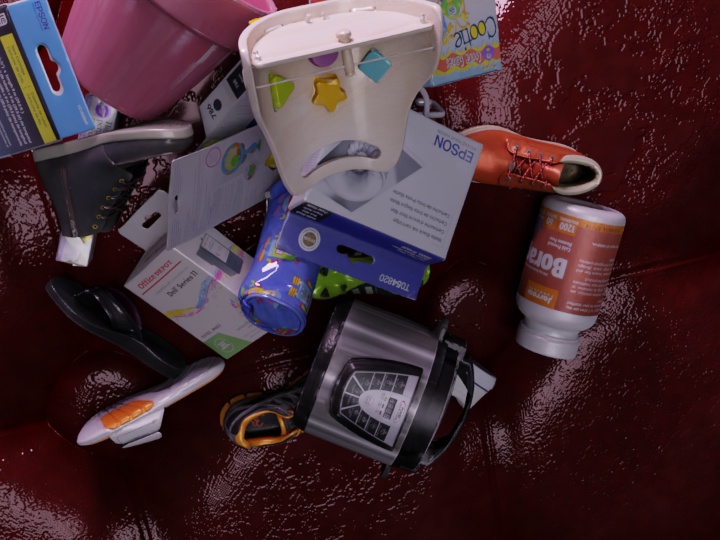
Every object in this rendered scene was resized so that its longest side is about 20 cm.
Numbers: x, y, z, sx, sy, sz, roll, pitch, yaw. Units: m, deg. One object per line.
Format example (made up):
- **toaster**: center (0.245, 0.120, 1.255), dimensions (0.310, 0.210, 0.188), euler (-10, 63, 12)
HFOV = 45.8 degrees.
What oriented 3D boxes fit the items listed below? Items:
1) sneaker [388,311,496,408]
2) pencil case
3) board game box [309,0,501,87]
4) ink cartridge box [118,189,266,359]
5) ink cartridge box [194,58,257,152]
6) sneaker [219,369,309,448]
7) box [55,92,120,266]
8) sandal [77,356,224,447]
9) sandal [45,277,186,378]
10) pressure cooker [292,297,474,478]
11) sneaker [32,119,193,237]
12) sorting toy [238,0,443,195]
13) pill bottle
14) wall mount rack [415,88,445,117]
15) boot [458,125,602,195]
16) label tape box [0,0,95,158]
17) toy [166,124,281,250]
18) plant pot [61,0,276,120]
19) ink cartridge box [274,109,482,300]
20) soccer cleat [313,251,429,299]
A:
- **sneaker**: center (0.094, 0.127, 1.144), dimensions (0.199, 0.073, 0.071), euler (34, 93, -20)
- **pencil case**: center (-0.085, -0.024, 0.992), dimensions (0.086, 0.201, 0.078), euler (13, 145, -3)
- **board game box**: center (0.046, -0.262, 0.940), dimensions (0.104, 0.199, 0.104), euler (-21, 111, -33)
- **ink cartridge box**: center (-0.197, 0.008, 1.017), dimensions (0.200, 0.068, 0.117), euler (39, 133, -19)
- **ink cartridge box**: center (-0.109, -0.207, 0.955), dimensions (0.200, 0.099, 0.039), euler (-38, 79, 35)
- **sneaker**: center (-0.084, 0.186, 1.118), dimensions (0.199, 0.077, 0.079), euler (-20, 108, -8)
- **box**: center (-0.318, -0.105, 0.998), dimensions (0.038, 0.041, 0.201), euler (12, 102, -13)
- **sandal**: center (-0.256, 0.182, 1.075), dimensions (0.206, 0.079, 0.060), euler (-27, 107, -6)
- **sandal**: center (-0.288, 0.058, 1.038), dimensions (0.200, 0.075, 0.048), euler (38, 101, -29)
- **pressure cooker**: center (0.036, 0.140, 1.029), dimensions (0.199, 0.179, 0.176), euler (22, 145, 0)
- **sneaker**: center (-0.257, -0.100, 0.929), dimensions (0.199, 0.075, 0.107), euler (-7, 105, 25)
- **sorting toy**: center (-0.025, -0.167, 0.851), dimensions (0.199, 0.107, 0.181), euler (-17, 124, -17)
- **pill bottle**: center (0.271, 0.009, 1.130), dimensions (0.111, 0.112, 0.201), euler (9, 103, -15)
- **wall mount rack**: center (0.010, -0.143, 1.037), dimensions (0.172, 0.075, 0.201), euler (-3, 120, -16)
- **boot**: center (0.206, -0.136, 1.078), dimensions (0.198, 0.107, 0.076), euler (4, 107, -12)
- **label tape box**: center (-0.383, -0.199, 0.910), dimensions (0.199, 0.066, 0.144), euler (-14, 109, 13)
- **toy**: center (-0.157, -0.114, 0.976), dimensions (0.200, 0.047, 0.116), euler (-31, 144, -44)
- **plant pot**: center (-0.219, -0.270, 0.907), dimensions (0.200, 0.200, 0.179), euler (36, 111, -20)
- **ink cartridge box**: center (0.025, -0.086, 0.961), dimensions (0.199, 0.041, 0.201), euler (20, 88, -27)
- **soccer cleat**: center (0.000, 0.000, 1.092), dimensions (0.199, 0.081, 0.068), euler (-4, 102, -34)
